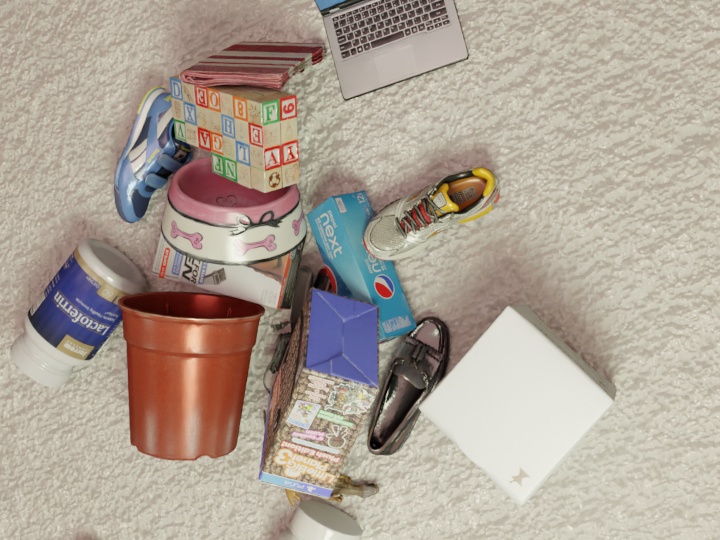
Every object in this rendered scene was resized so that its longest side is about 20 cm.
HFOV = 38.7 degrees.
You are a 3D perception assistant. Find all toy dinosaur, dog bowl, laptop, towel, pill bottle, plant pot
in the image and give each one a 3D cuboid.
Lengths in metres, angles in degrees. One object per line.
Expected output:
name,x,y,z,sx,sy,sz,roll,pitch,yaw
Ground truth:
toy dinosaur,-0.074,0.274,1.394,0.198,0.106,0.061,29,100,8
dog bowl,-0.168,-0.088,1.368,0.198,0.200,0.075,14,123,15
laptop,0.024,-0.361,1.373,0.185,0.116,0.203,-16,84,15
towel,-0.139,-0.279,1.381,0.142,0.200,0.023,6,115,15
pill bottle,-0.079,0.421,1.372,0.113,0.114,0.202,25,94,15
pill bottle,-0.410,0.063,1.479,0.116,0.116,0.201,41,99,13
plant pot,-0.236,0.143,1.396,0.198,0.201,0.198,7,97,16

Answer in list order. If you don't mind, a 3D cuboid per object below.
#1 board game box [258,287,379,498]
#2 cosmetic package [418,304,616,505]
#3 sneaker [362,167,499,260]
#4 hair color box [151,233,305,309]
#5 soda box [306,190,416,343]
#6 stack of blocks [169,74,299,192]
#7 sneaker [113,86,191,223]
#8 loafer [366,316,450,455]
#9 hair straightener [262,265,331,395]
board game box,-0.052,0.155,1.300,0.096,0.160,0.201,16,125,-10
cosmetic package,0.200,0.158,1.259,0.167,0.200,0.167,43,99,12
sneaker,0.091,-0.083,1.342,0.199,0.082,0.078,-30,79,-2
hair color box,-0.186,-0.022,1.446,0.198,0.064,0.112,13,91,15
soda box,0.000,0.000,1.380,0.068,0.064,0.202,-29,78,48
stack of blocks,-0.167,-0.186,1.343,0.199,0.058,0.117,23,123,41
sneaker,-0.294,-0.160,1.478,0.081,0.074,0.202,20,94,13
loafer,0.063,0.158,1.368,0.071,0.063,0.202,25,95,15
hair straightener,-0.101,0.088,1.416,0.041,0.076,0.202,31,105,51
